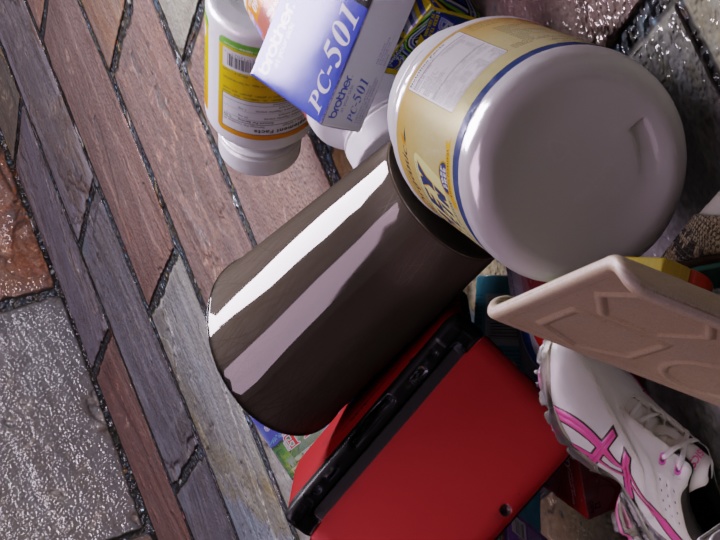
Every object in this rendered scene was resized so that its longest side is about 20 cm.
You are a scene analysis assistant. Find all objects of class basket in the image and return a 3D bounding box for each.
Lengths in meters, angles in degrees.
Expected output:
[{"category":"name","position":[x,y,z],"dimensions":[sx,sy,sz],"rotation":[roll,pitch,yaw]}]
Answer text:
[{"category":"basket","position":[0.000,0.000,1.202],"dimensions":[0.200,0.136,0.181],"rotation":[-41,22,32]}]

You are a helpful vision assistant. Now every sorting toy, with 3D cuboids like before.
[{"category":"sorting toy","position":[0.189,0.035,0.932],"dimensions":[0.200,0.185,0.037],"rotation":[158,131,-72]}]

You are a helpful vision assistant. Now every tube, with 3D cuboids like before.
[{"category":"tube","position":[0.109,0.104,1.239],"dimensions":[0.077,0.050,0.201],"rotation":[0,86,47]}]

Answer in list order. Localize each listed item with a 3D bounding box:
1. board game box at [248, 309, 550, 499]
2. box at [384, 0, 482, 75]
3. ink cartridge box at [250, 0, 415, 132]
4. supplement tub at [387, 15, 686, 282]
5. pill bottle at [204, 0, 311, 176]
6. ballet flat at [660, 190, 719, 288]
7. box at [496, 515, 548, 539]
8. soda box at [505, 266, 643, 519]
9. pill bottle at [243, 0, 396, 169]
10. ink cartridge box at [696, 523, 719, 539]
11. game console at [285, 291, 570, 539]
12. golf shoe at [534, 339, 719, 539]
[{"category":"board game box","position":[0.042,0.135,1.305],"dimensions":[0.200,0.200,0.041],"rotation":[54,-171,17]},{"category":"box","position":[0.009,-0.242,1.244],"dimensions":[0.070,0.064,0.200],"rotation":[-48,57,29]},{"category":"ink cartridge box","position":[-0.004,-0.211,1.179],"dimensions":[0.094,0.044,0.200],"rotation":[38,112,40]},{"category":"supplement tub","position":[0.103,-0.084,1.034],"dimensions":[0.200,0.144,0.145],"rotation":[-136,32,-67]},{"category":"pill bottle","position":[-0.092,-0.185,1.527],"dimensions":[0.111,0.111,0.200],"rotation":[58,157,32]},{"category":"ballet flat","position":[0.237,-0.025,0.889],"dimensions":[0.200,0.068,0.076],"rotation":[0,86,64]},{"category":"box","position":[0.103,0.254,1.242],"dimensions":[0.200,0.137,0.039],"rotation":[42,-144,-41]},{"category":"soda box","position":[0.158,0.071,1.163],"dimensions":[0.070,0.063,0.201],"rotation":[31,137,62]},{"category":"pill bottle","position":[-0.008,-0.172,1.316],"dimensions":[0.200,0.112,0.112],"rotation":[61,158,27]},{"category":"ink cartridge box","position":[0.257,0.246,1.006],"dimensions":[0.145,0.083,0.200],"rotation":[51,154,25]},{"category":"game console","position":[0.050,0.134,1.199],"dimensions":[0.119,0.200,0.172],"rotation":[39,-170,-6]},{"category":"golf shoe","position":[0.193,0.116,1.084],"dimensions":[0.092,0.073,0.200],"rotation":[-20,108,46]}]
